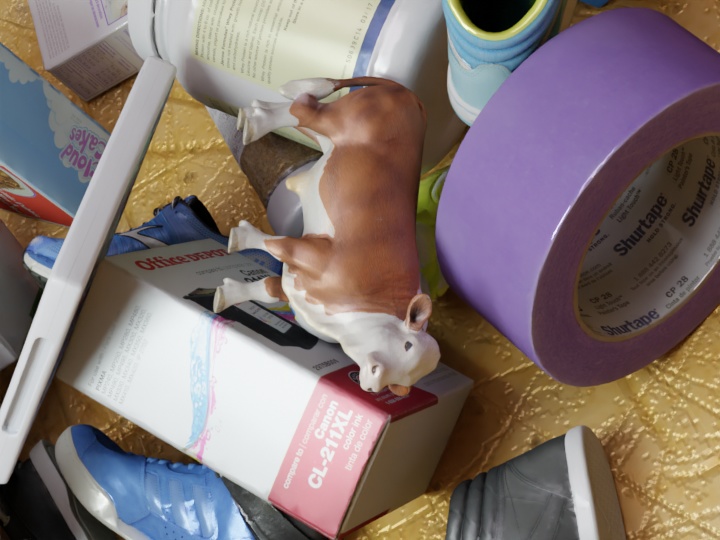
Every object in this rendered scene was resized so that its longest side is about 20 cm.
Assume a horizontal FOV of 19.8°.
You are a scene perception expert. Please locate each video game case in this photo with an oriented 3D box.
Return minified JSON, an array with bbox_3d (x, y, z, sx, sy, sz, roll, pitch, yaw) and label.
[{"bbox_3d":[-0.166,-0.001,1.213,0.023,0.183,0.201,22,44,-6],"label":"video game case"}]

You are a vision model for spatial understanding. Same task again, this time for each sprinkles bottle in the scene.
[{"bbox_3d":[-0.061,-0.100,1.377,0.068,0.068,0.201,-37,56,9],"label":"sprinkles bottle"}]

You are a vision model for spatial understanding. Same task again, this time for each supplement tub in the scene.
[{"bbox_3d":[-0.030,-0.154,1.279,0.199,0.145,0.146,23,80,22],"label":"supplement tub"}]

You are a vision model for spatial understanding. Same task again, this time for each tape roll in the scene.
[{"bbox_3d":[0.143,-0.040,1.158,0.200,0.200,0.085,-49,54,0],"label":"tape roll"}]

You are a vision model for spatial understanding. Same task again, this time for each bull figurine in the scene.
[{"bbox_3d":[-0.013,-0.021,1.133,0.120,0.065,0.201,10,59,-9],"label":"bull figurine"}]

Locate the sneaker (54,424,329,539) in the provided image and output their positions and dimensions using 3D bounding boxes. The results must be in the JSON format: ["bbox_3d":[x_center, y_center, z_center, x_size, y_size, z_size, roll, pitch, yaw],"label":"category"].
[{"bbox_3d":[-0.098,0.134,1.282,0.200,0.077,0.111,41,96,31],"label":"sneaker"}]

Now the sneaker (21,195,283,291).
[{"bbox_3d":[-0.133,-0.002,1.376,0.198,0.079,0.090,8,65,22],"label":"sneaker"}]

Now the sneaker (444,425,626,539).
[{"bbox_3d":[0.100,0.191,1.159,0.099,0.071,0.201,-19,54,22],"label":"sneaker"}]

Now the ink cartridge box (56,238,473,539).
[{"bbox_3d":[-0.055,0.064,1.211,0.199,0.146,0.083,28,105,17],"label":"ink cartridge box"}]

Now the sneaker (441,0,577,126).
[{"bbox_3d":[0.092,-0.190,1.146,0.079,0.131,0.202,6,68,8],"label":"sneaker"}]

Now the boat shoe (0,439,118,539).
[{"bbox_3d":[-0.178,0.194,1.308,0.060,0.076,0.200,-42,43,4],"label":"boat shoe"}]

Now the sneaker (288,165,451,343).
[{"bbox_3d":[0.000,0.000,1.254,0.105,0.200,0.076,-18,97,40],"label":"sneaker"}]

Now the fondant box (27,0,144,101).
[{"bbox_3d":[-0.148,-0.234,1.493,0.199,0.058,0.145,-29,57,16],"label":"fondant box"}]

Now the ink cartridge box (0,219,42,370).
[{"bbox_3d":[-0.323,0.054,1.402,0.199,0.083,0.147,-33,19,12],"label":"ink cartridge box"}]

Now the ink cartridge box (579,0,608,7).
[{"bbox_3d":[0.094,-0.274,1.291,0.084,0.199,0.146,149,136,-64],"label":"ink cartridge box"}]

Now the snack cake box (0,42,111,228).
[{"bbox_3d":[-0.254,-0.101,1.402,0.114,0.200,0.068,13,74,32],"label":"snack cake box"}]
